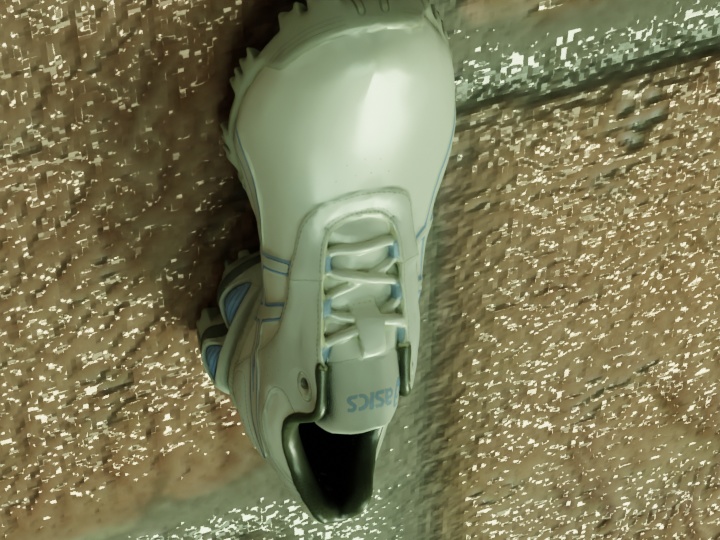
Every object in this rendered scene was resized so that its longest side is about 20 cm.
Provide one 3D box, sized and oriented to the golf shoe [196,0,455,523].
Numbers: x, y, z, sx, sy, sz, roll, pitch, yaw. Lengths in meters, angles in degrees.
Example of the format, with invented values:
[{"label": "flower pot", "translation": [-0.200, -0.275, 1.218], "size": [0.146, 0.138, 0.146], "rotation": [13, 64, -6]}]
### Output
[{"label": "golf shoe", "translation": [0.000, 0.000, 0.760], "size": [0.078, 0.097, 0.200], "rotation": [-10, 142, -16]}]
